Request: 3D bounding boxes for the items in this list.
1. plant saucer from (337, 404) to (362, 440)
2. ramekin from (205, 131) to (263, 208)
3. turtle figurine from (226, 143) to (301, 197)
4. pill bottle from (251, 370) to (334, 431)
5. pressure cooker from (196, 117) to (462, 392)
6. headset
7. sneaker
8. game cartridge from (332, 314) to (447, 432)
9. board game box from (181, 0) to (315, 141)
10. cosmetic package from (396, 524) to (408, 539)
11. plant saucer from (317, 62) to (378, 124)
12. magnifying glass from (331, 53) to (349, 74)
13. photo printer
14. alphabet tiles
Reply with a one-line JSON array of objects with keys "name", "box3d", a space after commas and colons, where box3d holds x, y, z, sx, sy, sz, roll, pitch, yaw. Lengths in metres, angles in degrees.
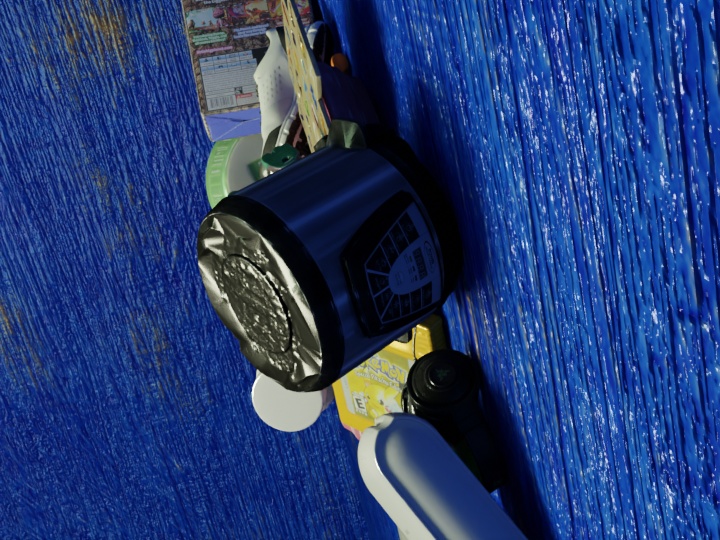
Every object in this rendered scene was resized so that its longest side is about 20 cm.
[{"name": "plant saucer", "box3d": [0.003, 0.140, 1.283, 0.200, 0.050, 0.202, -1, -90, -82]}, {"name": "ramekin", "box3d": [-0.108, -0.125, 1.271, 0.098, 0.199, 0.202, -166, 60, -74]}, {"name": "turtle figurine", "box3d": [-0.049, -0.016, 0.913, 0.201, 0.100, 0.150, 59, -138, -36]}, {"name": "pill bottle", "box3d": [-0.079, 0.133, 1.286, 0.200, 0.113, 0.115, -67, -35, -69]}, {"name": "pressure cooker", "box3d": [-0.014, -0.018, 0.774, 0.179, 0.199, 0.176, 50, 146, 14]}, {"name": "headset", "box3d": [0.061, 0.120, 0.857, 0.201, 0.093, 0.124, 61, 169, 15]}, {"name": "sneaker", "box3d": [-0.089, -0.194, 1.087, 0.074, 0.079, 0.202, 35, -113, -68]}, {"name": "game cartridge", "box3d": [0.026, 0.108, 1.005, 0.176, 0.032, 0.201, 17, 132, 41]}, {"name": "board game box", "box3d": [-0.135, -0.285, 1.177, 0.097, 0.158, 0.202, 107, 153, -78]}, {"name": "cosmetic package", "box3d": [0.098, 0.352, 1.144, 0.107, 0.090, 0.201, -117, 10, -57]}, {"name": "plant saucer", "box3d": [-0.008, -0.123, 0.984, 0.201, 0.050, 0.202, 164, 90, -82]}, {"name": "magnifying glass", "box3d": [-0.022, -0.194, 1.132, 0.200, 0.022, 0.080, 85, 168, -66]}, {"name": "photo printer", "box3d": [0.073, 0.213, 0.810, 0.200, 0.069, 0.167, 49, 167, 13]}, {"name": "alphabet tiles", "box3d": [-0.051, -0.173, 0.924, 0.200, 0.006, 0.167, 90, 163, -65]}]
